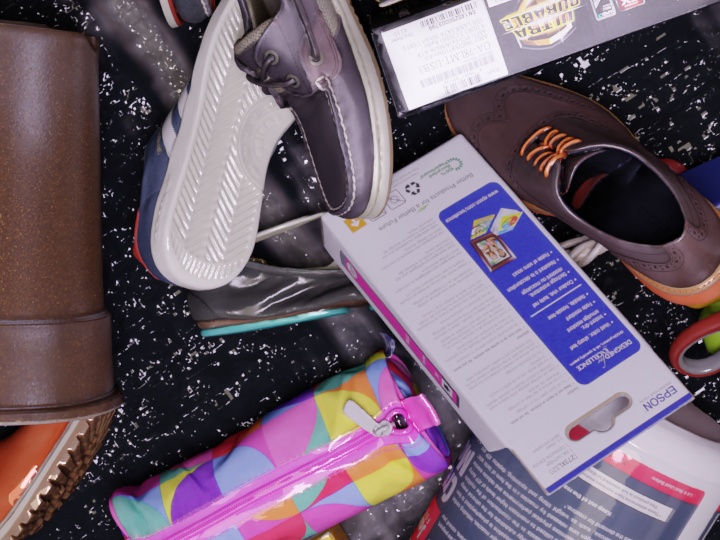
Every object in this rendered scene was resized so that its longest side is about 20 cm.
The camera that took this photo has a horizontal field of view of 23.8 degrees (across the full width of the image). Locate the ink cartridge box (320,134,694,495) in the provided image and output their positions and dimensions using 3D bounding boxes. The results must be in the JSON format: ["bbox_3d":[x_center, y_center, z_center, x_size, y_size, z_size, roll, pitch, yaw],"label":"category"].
[{"bbox_3d":[0.072,0.023,0.890,0.095,0.037,0.200,-31,61,-16],"label":"ink cartridge box"}]

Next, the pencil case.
[{"bbox_3d":[-0.044,0.118,0.980,0.200,0.088,0.088,-30,100,7],"label":"pencil case"}]

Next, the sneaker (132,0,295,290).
[{"bbox_3d":[-0.078,-0.086,0.946,0.075,0.084,0.200,28,77,-26],"label":"sneaker"}]

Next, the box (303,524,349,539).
[{"bbox_3d":[-0.015,0.260,1.033,0.119,0.041,0.200,-31,103,7],"label":"box"}]

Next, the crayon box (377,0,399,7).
[{"bbox_3d":[0.059,-0.180,0.854,0.126,0.200,0.052,-19,101,4],"label":"crayon box"}]

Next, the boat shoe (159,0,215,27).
[{"bbox_3d":[-0.083,-0.231,0.914,0.062,0.071,0.200,0,98,-3],"label":"boat shoe"}]

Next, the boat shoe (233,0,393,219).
[{"bbox_3d":[-0.036,-0.120,0.884,0.065,0.072,0.200,-13,90,-26],"label":"boat shoe"}]

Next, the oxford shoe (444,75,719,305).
[{"bbox_3d":[0.114,-0.060,0.902,0.200,0.073,0.071,36,91,33],"label":"oxford shoe"}]

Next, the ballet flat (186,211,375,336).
[{"bbox_3d":[0.000,0.000,0.964,0.200,0.068,0.069,-2,89,1],"label":"ballet flat"}]

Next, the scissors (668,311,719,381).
[{"bbox_3d":[0.233,-0.002,0.911,0.073,0.014,0.200,14,131,-16],"label":"scissors"}]

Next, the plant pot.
[{"bbox_3d":[-0.220,-0.032,0.902,0.200,0.200,0.199,4,94,-1],"label":"plant pot"}]

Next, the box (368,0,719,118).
[{"bbox_3d":[0.104,-0.139,0.864,0.198,0.200,0.050,-17,100,3],"label":"box"}]

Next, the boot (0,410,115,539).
[{"bbox_3d":[-0.231,0.125,0.990,0.107,0.075,0.200,43,92,7],"label":"boot"}]

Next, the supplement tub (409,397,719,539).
[{"bbox_3d":[0.108,0.150,0.956,0.140,0.140,0.200,29,100,-6],"label":"supplement tub"}]

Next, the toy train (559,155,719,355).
[{"bbox_3d":[0.189,0.002,0.962,0.200,0.085,0.116,-25,117,9],"label":"toy train"}]
